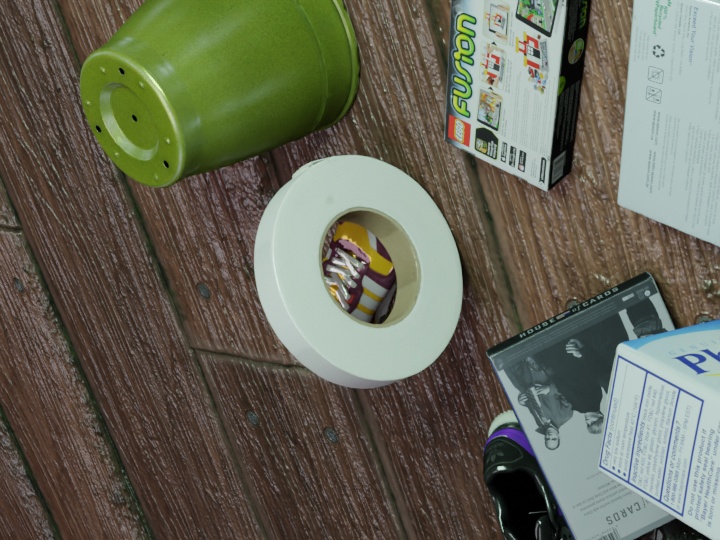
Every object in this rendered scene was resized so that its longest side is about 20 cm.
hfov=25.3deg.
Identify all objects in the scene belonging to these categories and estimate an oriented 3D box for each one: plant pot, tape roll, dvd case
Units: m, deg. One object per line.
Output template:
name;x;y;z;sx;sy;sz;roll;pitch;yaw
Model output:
plant pot;-0.137;-0.173;1.408;0.199;0.192;0.202;28;137;30
tape roll;0.000;0.000;1.392;0.204;0.202;0.037;57;144;-5
dvd case;0.211;0.122;1.320;0.025;0.149;0.202;-104;-12;-75

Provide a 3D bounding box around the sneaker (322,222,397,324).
sneaker;-0.012;0.015;1.509;0.075;0.090;0.201;35;140;23

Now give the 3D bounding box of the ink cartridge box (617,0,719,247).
ink cartridge box;0.280;-0.100;1.134;0.199;0.043;0.198;25;135;29

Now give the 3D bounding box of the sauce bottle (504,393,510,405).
sauce bottle;0.187;0.188;1.455;0.066;0.066;0.202;-3;114;49

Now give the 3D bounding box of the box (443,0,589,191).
box;0.121;-0.170;1.257;0.109;0.035;0.202;30;138;29

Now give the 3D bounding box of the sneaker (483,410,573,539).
sneaker;0.163;0.227;1.384;0.069;0.100;0.201;-30;102;25

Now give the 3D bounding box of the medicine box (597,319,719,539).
medicine box;0.301;0.117;1.122;0.199;0.181;0.104;30;121;47

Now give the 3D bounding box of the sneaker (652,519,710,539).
sneaker;0.266;0.292;1.438;0.085;0.078;0.202;28;137;31
